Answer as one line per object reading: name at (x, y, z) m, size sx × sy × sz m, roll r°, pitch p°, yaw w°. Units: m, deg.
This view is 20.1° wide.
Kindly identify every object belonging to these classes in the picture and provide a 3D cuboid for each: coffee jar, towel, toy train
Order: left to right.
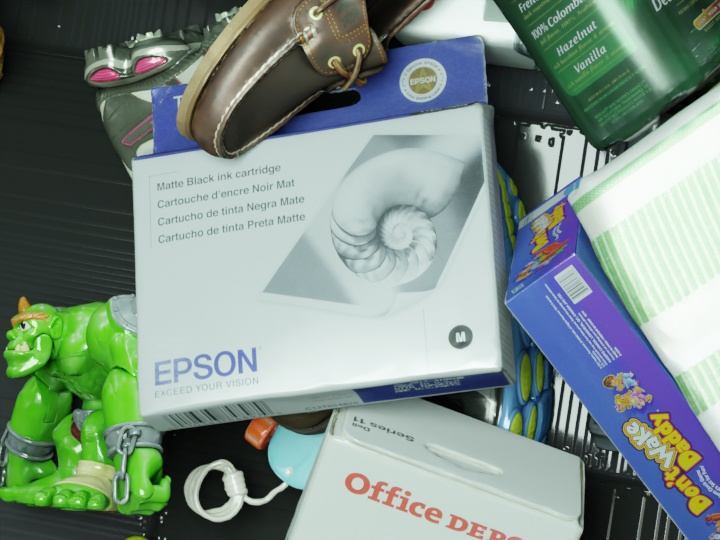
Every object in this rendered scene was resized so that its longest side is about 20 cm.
toy train at (-0.050, 0.043, 1.194) m, size 0.149 × 0.056 × 0.202 m, roll -6°, pitch 86°, yaw 16°
coffee jar at (0.103, -0.167, 1.025) m, size 0.201 × 0.104 × 0.085 m, roll 52°, pitch 134°, yaw -2°
towel at (0.210, 0.005, 0.981) m, size 0.152 × 0.023 × 0.201 m, roll -35°, pitch 83°, yaw 9°

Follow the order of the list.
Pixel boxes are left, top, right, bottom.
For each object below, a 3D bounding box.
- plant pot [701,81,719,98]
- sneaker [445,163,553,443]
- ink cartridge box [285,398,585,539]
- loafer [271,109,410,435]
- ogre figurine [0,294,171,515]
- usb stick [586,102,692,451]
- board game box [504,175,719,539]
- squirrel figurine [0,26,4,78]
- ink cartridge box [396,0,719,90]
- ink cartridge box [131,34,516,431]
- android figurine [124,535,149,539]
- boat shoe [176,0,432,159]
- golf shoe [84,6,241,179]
plant pot at (0.251, -0.010, 1.071) m, size 0.198 × 0.175 × 0.202 m, roll 0°, pitch 88°, yaw 11°
sneaker at (0.061, 0.038, 1.168) m, size 0.082 × 0.071 × 0.202 m, roll -10°, pitch 85°, yaw 24°
ink cartridge box at (0.024, 0.177, 1.112) m, size 0.145 × 0.083 × 0.201 m, roll 20°, pitch 113°, yaw -1°
loafer at (0.000, 0.000, 1.116) m, size 0.073 × 0.071 × 0.202 m, roll 24°, pitch 94°, yaw 16°
ogre figurine at (-0.156, 0.076, 1.157) m, size 0.097 × 0.200 × 0.121 m, roll 6°, pitch 82°, yaw -9°
usb stick at (0.167, 0.004, 1.153) m, size 0.055 × 0.033 × 0.202 m, roll 8°, pitch 94°, yaw 5°
board game box at (0.156, 0.059, 1.065) m, size 0.045 × 0.135 × 0.200 m, roll -35°, pitch 101°, yaw 18°
squirrel figurine at (-0.270, -0.201, 1.205) m, size 0.186 × 0.142 × 0.200 m, roll -40°, pitch 84°, yaw 1°
ink cartridge box at (0.125, -0.187, 1.142) m, size 0.198 × 0.083 × 0.148 m, roll 7°, pitch 89°, yaw 12°
ink cartridge box at (-0.023, -0.027, 1.071) m, size 0.198 × 0.041 × 0.202 m, roll -9°, pitch 70°, yaw 12°
android figurine at (-0.157, 0.246, 1.213) m, size 0.199 × 0.041 × 0.183 m, roll 33°, pitch 95°, yaw 9°
boat shoe at (-0.011, -0.132, 1.063) m, size 0.070 × 0.070 × 0.200 m, roll 38°, pitch 81°, yaw 17°
golf shoe at (-0.067, -0.109, 1.180) m, size 0.199 × 0.077 × 0.089 m, roll -12°, pitch 94°, yaw 34°
